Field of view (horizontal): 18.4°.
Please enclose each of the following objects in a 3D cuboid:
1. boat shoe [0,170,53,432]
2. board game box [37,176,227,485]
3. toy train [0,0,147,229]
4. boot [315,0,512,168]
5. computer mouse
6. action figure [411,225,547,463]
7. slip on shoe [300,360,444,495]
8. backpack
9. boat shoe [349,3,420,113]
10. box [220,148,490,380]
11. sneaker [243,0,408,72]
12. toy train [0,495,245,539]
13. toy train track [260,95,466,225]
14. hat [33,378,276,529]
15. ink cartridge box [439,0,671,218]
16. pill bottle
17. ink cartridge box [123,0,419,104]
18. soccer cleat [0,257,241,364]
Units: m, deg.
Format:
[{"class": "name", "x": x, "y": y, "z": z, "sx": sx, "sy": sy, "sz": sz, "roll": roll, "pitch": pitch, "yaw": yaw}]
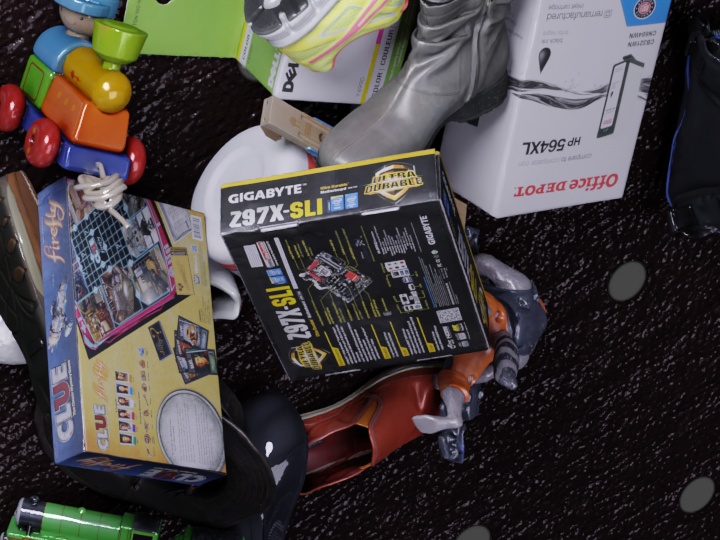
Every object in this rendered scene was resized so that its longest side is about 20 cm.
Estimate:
[{"class": "boat shoe", "x": -0.216, "y": 0.024, "z": 1.613, "sx": 0.073, "sy": 0.075, "sz": 0.202, "roll": -19, "pitch": 88, "yaw": -33}, {"class": "board game box", "x": -0.162, "y": 0.044, "z": 1.579, "sx": 0.034, "sy": 0.202, "sz": 0.135, "roll": -23, "pitch": 154, "yaw": 38}, {"class": "toy train", "x": -0.174, "y": -0.118, "z": 1.517, "sx": 0.084, "sy": 0.200, "sz": 0.117, "roll": 10, "pitch": 108, "yaw": -33}, {"class": "boot", "x": 0.042, "y": -0.152, "z": 1.595, "sx": 0.200, "sy": 0.067, "sz": 0.131, "roll": -37, "pitch": 147, "yaw": -35}, {"class": "computer mouse", "x": -0.095, "y": 0.197, "z": 1.799, "sx": 0.052, "sy": 0.138, "sz": 0.202, "roll": -2, "pitch": 110, "yaw": -44}, {"class": "action figure", "x": 0.104, "y": 0.075, "z": 1.807, "sx": 0.193, "sy": 0.104, "sz": 0.202, "roll": -37, "pitch": 131, "yaw": -64}, {"class": "slip on shoe", "x": 0.008, "y": 0.135, "z": 1.857, "sx": 0.199, "sy": 0.061, "sz": 0.075, "roll": -21, "pitch": 123, "yaw": -21}, {"class": "backpack", "x": 0.362, "y": -0.104, "z": 1.837, "sx": 0.153, "sy": 0.190, "sz": 0.202, "roll": -23, "pitch": 128, "yaw": -36}, {"class": "boat shoe", "x": 0.051, "y": -0.184, "z": 1.699, "sx": 0.066, "sy": 0.074, "sz": 0.201, "roll": -5, "pitch": 130, "yaw": -44}, {"class": "box", "x": 0.000, "y": 0.000, "z": 1.603, "sx": 0.158, "sy": 0.050, "sz": 0.201, "roll": -8, "pitch": 145, "yaw": 11}, {"class": "sneaker", "x": 0.012, "y": -0.218, "z": 1.555, "sx": 0.200, "sy": 0.078, "sz": 0.090, "roll": -39, "pitch": 137, "yaw": 2}, {"class": "toy train", "x": -0.186, "y": 0.218, "z": 1.760, "sx": 0.198, "sy": 0.042, "sz": 0.057, "roll": 11, "pitch": 114, "yaw": -3}, {"class": "toy train track", "x": -0.002, "y": -0.074, "z": 1.656, "sx": 0.199, "sy": 0.032, "sz": 0.116, "roll": 28, "pitch": 57, "yaw": -35}, {"class": "hat", "x": -0.149, "y": 0.115, "z": 1.729, "sx": 0.201, "sy": 0.199, "sz": 0.081, "roll": 54, "pitch": 44, "yaw": -39}, {"class": "ink cartridge box", "x": 0.153, "y": -0.153, "z": 1.744, "sx": 0.145, "sy": 0.084, "sz": 0.202, "roll": -10, "pitch": 121, "yaw": -36}, {"class": "pill bottle", "x": -0.029, "y": -0.021, "z": 1.711, "sx": 0.199, "sy": 0.112, "sz": 0.113, "roll": 33, "pitch": 98, "yaw": -39}, {"class": "ink cartridge box", "x": -0.061, "y": -0.203, "z": 1.608, "sx": 0.198, "sy": 0.076, "sz": 0.149, "roll": 0, "pitch": 117, "yaw": -31}, {"class": "soccer cleat", "x": -0.184, "y": 0.032, "z": 1.670, "sx": 0.198, "sy": 0.085, "sz": 0.069, "roll": -16, "pitch": 124, "yaw": -22}]
